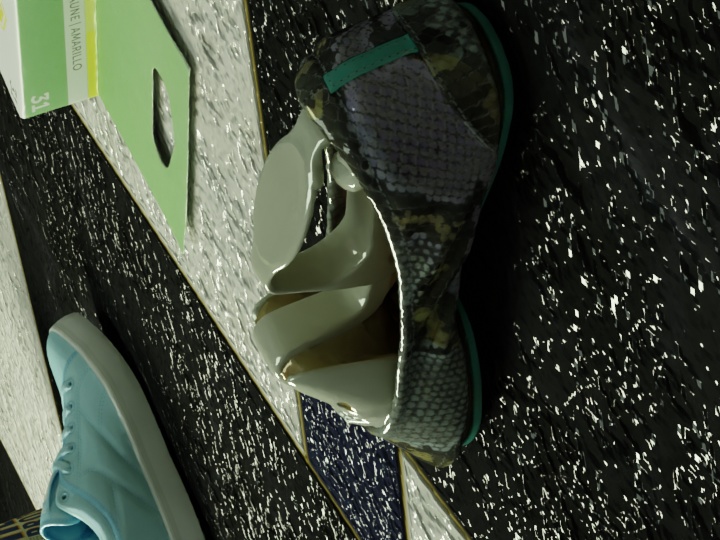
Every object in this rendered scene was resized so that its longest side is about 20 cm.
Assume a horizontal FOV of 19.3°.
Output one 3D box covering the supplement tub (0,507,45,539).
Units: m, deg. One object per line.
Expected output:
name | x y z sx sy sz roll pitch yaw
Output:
supplement tub | -0.258 0.259 1.515 0.145 0.200 0.145 57 159 36

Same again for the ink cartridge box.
ink cartridge box | -0.135 -0.116 0.952 0.146 0.048 0.200 99 149 -58

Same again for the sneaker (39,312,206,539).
sneaker | -0.154 0.114 1.220 0.200 0.082 0.074 60 160 29

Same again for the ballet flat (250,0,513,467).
ballet flat | 0.000 0.000 0.622 0.072 0.072 0.200 59 161 32
